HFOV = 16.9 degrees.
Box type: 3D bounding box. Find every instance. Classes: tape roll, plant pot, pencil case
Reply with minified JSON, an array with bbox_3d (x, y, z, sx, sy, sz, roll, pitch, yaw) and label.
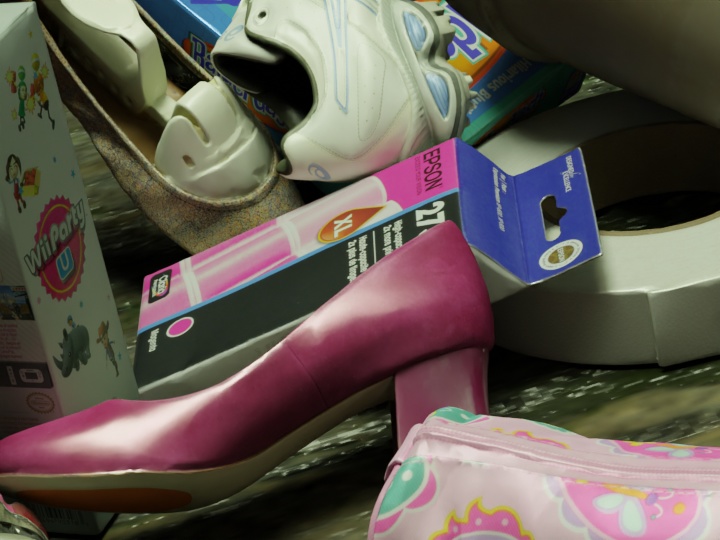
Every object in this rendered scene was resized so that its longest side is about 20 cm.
[{"bbox_3d":[0.128,-0.025,1.045,0.202,0.037,0.203,-10,26,5],"label":"tape roll"},{"bbox_3d":[0.154,-0.147,1.036,0.199,0.201,0.173,-27,51,-27],"label":"plant pot"},{"bbox_3d":[0.104,0.090,0.783,0.199,0.088,0.087,3,30,29],"label":"pencil case"}]

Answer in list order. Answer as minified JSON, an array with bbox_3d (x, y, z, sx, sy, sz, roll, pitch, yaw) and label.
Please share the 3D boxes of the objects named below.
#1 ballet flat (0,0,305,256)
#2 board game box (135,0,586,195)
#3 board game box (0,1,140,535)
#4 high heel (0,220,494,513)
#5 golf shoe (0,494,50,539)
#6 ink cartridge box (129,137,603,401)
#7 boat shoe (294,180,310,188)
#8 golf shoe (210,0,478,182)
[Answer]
[{"bbox_3d":[-0.092,-0.075,1.086,0.200,0.067,0.068,43,60,8],"label":"ballet flat"},{"bbox_3d":[-0.009,-0.122,1.151,0.200,0.045,0.152,40,53,16],"label":"board game box"},{"bbox_3d":[-0.175,0.001,0.943,0.147,0.201,0.064,1,31,24],"label":"board game box"},{"bbox_3d":[-0.046,0.036,0.911,0.199,0.096,0.067,-7,-16,-4],"label":"high heel"},{"bbox_3d":[-0.195,0.136,0.833,0.199,0.073,0.092,-19,29,-13],"label":"golf shoe"},{"bbox_3d":[0.000,0.000,1.000,0.199,0.037,0.095,-22,28,11],"label":"ink cartridge box"},{"bbox_3d":[-0.005,-0.084,1.185,0.072,0.073,0.200,14,33,38],"label":"boat shoe"},{"bbox_3d":[-0.026,-0.124,1.074,0.097,0.078,0.201,-14,57,-17],"label":"golf shoe"}]
